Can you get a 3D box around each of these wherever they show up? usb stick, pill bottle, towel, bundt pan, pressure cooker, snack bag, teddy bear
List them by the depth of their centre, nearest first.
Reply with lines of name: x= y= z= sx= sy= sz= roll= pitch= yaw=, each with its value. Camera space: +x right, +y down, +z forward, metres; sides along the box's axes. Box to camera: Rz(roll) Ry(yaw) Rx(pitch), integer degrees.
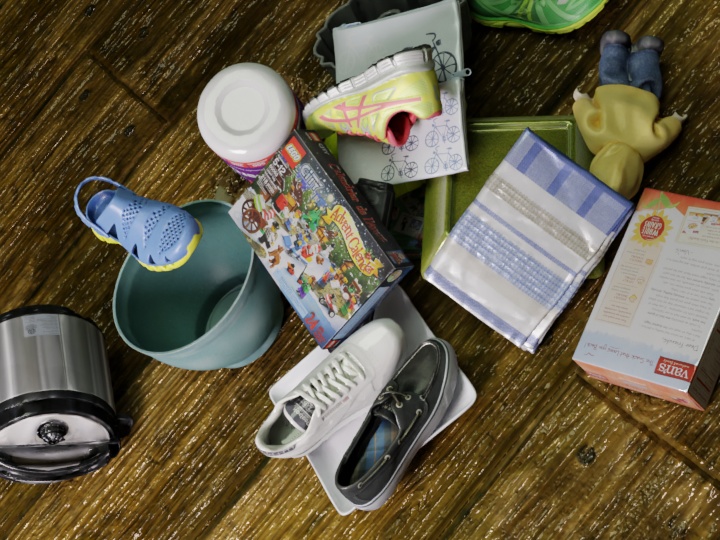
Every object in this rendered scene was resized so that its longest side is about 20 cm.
towel: x=0.175 y=-0.029 z=1.551 sx=0.146 sy=0.024 sz=0.201 roll=34 pitch=108 yaw=1
usb stick: x=0.000 y=0.000 z=1.642 sx=0.055 sy=0.033 sz=0.202 roll=14 pitch=97 yaw=36
snack bag: x=0.042 y=-0.194 z=1.647 sx=0.188 sy=0.021 sz=0.202 roll=-7 pitch=81 yaw=40
pill bottle: x=-0.111 y=-0.159 z=1.718 sx=0.111 sy=0.200 sz=0.113 roll=-2 pitch=79 yaw=11
bundt pan: x=0.048 y=-0.275 z=1.785 sx=0.201 sy=0.076 sz=0.203 roll=-20 pitch=36 yaw=15
pressure cooker: x=-0.386 y=0.165 z=1.800 sx=0.175 sy=0.179 sz=0.201 roll=-28 pitch=53 yaw=15
teddy bear: x=-0.113 y=-0.145 z=1.869 sx=0.144 sy=0.067 sz=0.201 roll=0 pitch=69 yaw=49

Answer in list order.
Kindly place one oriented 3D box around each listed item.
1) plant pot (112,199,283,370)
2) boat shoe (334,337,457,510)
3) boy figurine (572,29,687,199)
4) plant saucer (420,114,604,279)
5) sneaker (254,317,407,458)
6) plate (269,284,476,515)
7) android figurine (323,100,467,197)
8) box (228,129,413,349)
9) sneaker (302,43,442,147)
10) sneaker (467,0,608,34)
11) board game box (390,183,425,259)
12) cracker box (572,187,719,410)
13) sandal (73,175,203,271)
plant pot: x=-0.173 y=0.035 z=1.755 sx=0.199 sy=0.134 sz=0.202 roll=-17 pitch=54 yaw=26
boat shoe: x=0.038 y=0.157 z=1.561 sx=0.068 sy=0.057 sz=0.201 roll=19 pitch=77 yaw=39
boy figurine: x=0.289 y=-0.159 z=1.596 sx=0.123 sy=0.065 sz=0.202 roll=8 pitch=67 yaw=2
plant saucer: x=0.165 y=-0.091 z=1.613 sx=0.198 sy=0.048 sz=0.201 roll=-1 pitch=65 yaw=10
sneaker: x=-0.030 y=0.130 z=1.593 sx=0.200 sy=0.080 sz=0.076 roll=-47 pitch=71 yaw=9
plate: x=0.015 y=0.142 z=1.643 sx=0.200 sy=0.032 sz=0.200 roll=-42 pitch=49 yaw=8
android figurine: x=0.037 y=-0.155 z=1.746 sx=0.181 sy=0.041 sz=0.201 roll=-7 pitch=44 yaw=28
box: x=-0.047 y=-0.035 z=1.622 sx=0.137 sy=0.038 sz=0.200 roll=-48 pitch=66 yaw=30
sneaker: x=0.012 y=-0.170 z=1.611 sx=0.199 sy=0.078 sz=0.091 roll=-21 pitch=93 yaw=48
sneaker: x=0.201 y=-0.327 z=1.734 sx=0.199 sy=0.084 sz=0.074 roll=5 pitch=55 yaw=35
board game box: x=0.015 y=-0.080 z=1.764 sx=0.199 sy=0.029 sz=0.136 roll=1 pitch=65 yaw=34
cracker box: x=0.314 y=0.026 z=1.490 sx=0.133 sy=0.058 sz=0.201 roll=16 pitch=74 yaw=39
sandal: x=-0.267 y=-0.059 z=1.731 sx=0.199 sy=0.087 sz=0.080 roll=16 pitch=71 yaw=38
